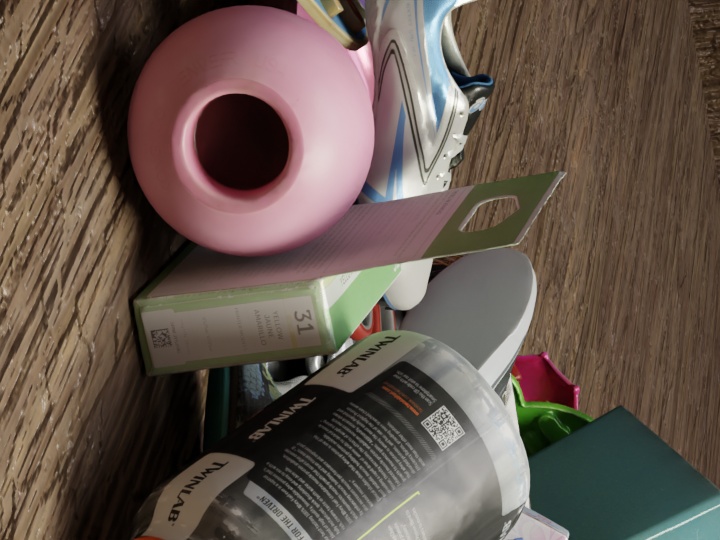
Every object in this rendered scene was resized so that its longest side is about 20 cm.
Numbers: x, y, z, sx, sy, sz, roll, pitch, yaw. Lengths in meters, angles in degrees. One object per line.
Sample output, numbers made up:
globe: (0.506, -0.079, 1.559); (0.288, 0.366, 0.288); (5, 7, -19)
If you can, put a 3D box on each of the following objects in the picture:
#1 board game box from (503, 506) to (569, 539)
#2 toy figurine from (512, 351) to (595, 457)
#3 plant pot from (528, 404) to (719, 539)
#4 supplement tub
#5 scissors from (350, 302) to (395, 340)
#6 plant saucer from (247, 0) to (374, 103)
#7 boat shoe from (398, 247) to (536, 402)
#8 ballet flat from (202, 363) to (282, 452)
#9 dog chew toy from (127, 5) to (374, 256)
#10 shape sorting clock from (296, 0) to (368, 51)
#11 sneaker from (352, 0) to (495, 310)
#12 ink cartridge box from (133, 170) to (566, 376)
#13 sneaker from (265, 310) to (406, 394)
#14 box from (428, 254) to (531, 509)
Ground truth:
board game box: (0.050, 0.219, 1.422); (0.200, 0.041, 0.200); (-63, 174, -1)
toy figurine: (0.101, 0.108, 1.934); (0.200, 0.150, 0.184); (52, 12, -19)
plant pot: (0.132, 0.212, 1.766); (0.141, 0.199, 0.142); (42, -30, 55)
supplement tub: (-0.023, 0.124, 1.259); (0.200, 0.122, 0.123); (-35, 123, -38)
scissors: (-0.003, -0.037, 1.501); (0.073, 0.014, 0.201); (45, 34, -55)
plant saucer: (-0.016, -0.097, 1.576); (0.200, 0.051, 0.201); (41, 43, -54)
boat shoe: (0.046, 0.075, 1.499); (0.200, 0.068, 0.057); (-62, 150, -31)
ballet flat: (-0.053, 0.129, 1.358); (0.074, 0.074, 0.201); (57, 35, -61)
dog chew toy: (-0.049, -0.078, 1.374); (0.200, 0.124, 0.125); (-61, 144, -77)
shape sorting clock: (-0.050, -0.207, 1.445); (0.200, 0.039, 0.200); (51, 12, -15)
sneaker: (0.034, -0.070, 1.446); (0.072, 0.072, 0.201); (-61, 155, -68)
ink cartridge box: (0.000, 0.000, 1.359); (0.146, 0.199, 0.048); (-51, 133, -68)
sneaker: (-0.019, 0.043, 1.518); (0.200, 0.075, 0.115); (-77, 159, -44)
box: (0.048, 0.082, 1.655); (0.200, 0.049, 0.199); (-157, -124, -74)
